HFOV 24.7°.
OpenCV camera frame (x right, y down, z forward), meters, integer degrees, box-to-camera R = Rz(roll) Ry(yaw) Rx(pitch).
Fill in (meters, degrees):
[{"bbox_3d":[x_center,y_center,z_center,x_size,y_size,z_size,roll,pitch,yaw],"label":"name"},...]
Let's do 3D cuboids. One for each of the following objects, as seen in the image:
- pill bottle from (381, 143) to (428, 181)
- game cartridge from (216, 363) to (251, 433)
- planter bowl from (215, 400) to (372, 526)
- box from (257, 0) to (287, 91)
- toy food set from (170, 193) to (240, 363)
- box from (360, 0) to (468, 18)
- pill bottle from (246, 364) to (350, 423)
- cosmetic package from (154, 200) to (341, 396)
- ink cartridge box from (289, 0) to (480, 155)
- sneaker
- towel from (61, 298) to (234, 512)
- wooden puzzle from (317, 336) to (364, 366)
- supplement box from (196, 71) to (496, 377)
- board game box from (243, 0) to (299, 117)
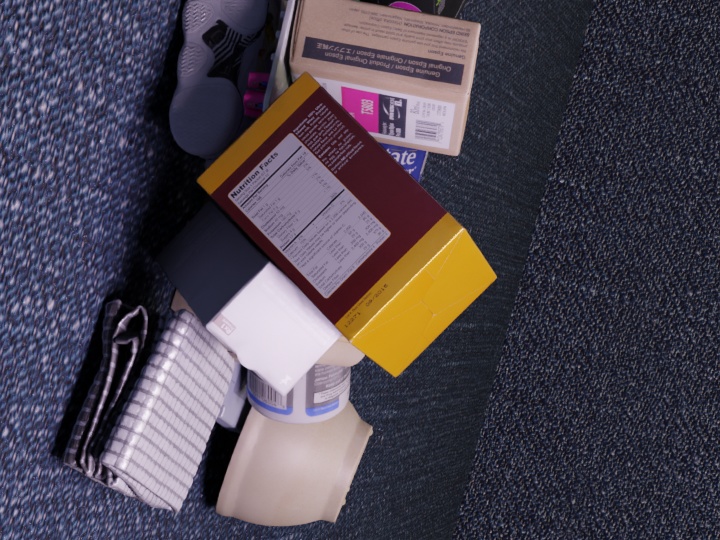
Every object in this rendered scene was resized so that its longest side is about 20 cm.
[{"bbox_3d":[0.025,-0.159,1.761,0.112,0.112,0.201,-47,155,-61],"label":"pill bottle"},{"bbox_3d":[-0.125,0.075,1.825,0.133,0.040,0.201,52,54,-68],"label":"game cartridge"},{"bbox_3d":[-0.067,0.210,1.892,0.200,0.134,0.201,21,90,-87],"label":"planter bowl"},{"bbox_3d":[-0.098,-0.208,1.640,0.041,0.039,0.201,-44,145,-64],"label":"box"},{"bbox_3d":[-0.096,-0.005,1.638,0.060,0.143,0.201,42,63,-71],"label":"toy food set"},{"bbox_3d":[0.032,-0.346,1.771,0.200,0.148,0.125,88,22,-48],"label":"box"},{"bbox_3d":[-0.063,0.051,1.743,0.114,0.113,0.201,-52,150,-56],"label":"pill bottle"},{"bbox_3d":[-0.104,0.022,1.490,0.090,0.200,0.107,-47,119,-3],"label":"cosmetic package"},{"bbox_3d":[0.023,-0.179,1.532,0.200,0.164,0.075,83,17,-78],"label":"ink cartridge box"},{"bbox_3d":[-0.126,-0.189,1.504,0.115,0.075,0.201,84,17,-77],"label":"sneaker"},{"bbox_3d":[-0.197,0.126,1.517,0.200,0.085,0.166,59,51,-69],"label":"towel"},{"bbox_3d":[0.000,0.000,1.641,0.185,0.037,0.201,18,87,-74],"label":"wooden puzzle"},{"bbox_3d":[-0.007,-0.035,1.439,0.133,0.200,0.197,-44,163,1],"label":"supplement box"},{"bbox_3d":[-0.073,-0.188,1.518,0.200,0.026,0.201,93,7,-66],"label":"board game box"}]
